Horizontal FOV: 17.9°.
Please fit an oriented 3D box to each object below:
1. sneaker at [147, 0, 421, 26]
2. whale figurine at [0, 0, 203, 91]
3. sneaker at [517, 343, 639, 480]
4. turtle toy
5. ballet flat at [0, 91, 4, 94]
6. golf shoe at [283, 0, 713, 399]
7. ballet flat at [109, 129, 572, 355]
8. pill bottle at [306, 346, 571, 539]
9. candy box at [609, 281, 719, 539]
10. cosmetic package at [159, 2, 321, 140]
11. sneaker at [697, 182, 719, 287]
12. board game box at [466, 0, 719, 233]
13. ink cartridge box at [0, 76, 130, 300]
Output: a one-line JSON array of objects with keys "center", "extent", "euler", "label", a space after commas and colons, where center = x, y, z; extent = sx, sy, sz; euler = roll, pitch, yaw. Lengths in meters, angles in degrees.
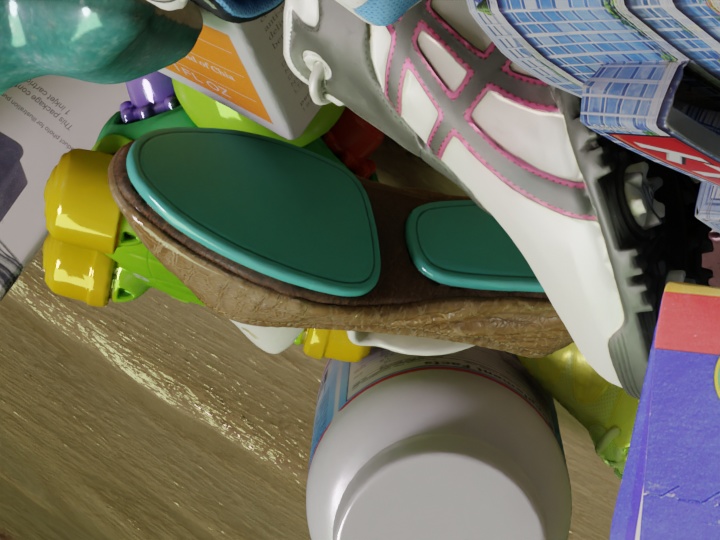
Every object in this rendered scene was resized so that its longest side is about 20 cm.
[{"center": [-0.058, -0.097, 0.566], "extent": [0.199, 0.072, 0.073], "euler": [16, 131, 46], "label": "sneaker"}, {"center": [-0.153, -0.078, 0.702], "extent": [0.198, 0.105, 0.159], "euler": [14, 180, 10], "label": "whale figurine"}, {"center": [0.139, 0.086, 0.918], "extent": [0.199, 0.077, 0.075], "euler": [36, 166, 10], "label": "sneaker"}, {"center": [-0.046, -0.040, 0.899], "extent": [0.144, 0.102, 0.200], "euler": [13, 162, -4], "label": "turtle toy"}, {"center": [-0.191, -0.088, 0.934], "extent": [0.072, 0.199, 0.068], "euler": [15, -134, -50], "label": "ballet flat"}, {"center": [0.033, -0.055, 0.607], "extent": [0.088, 0.077, 0.201], "euler": [-21, 95, 26], "label": "golf shoe"}, {"center": [0.000, 0.000, 0.816], "extent": [0.198, 0.068, 0.072], "euler": [6, 142, -22], "label": "ballet flat"}, {"center": [0.032, 0.084, 0.949], "extent": [0.108, 0.109, 0.200], "euler": [38, -168, -8], "label": "pill bottle"}, {"center": [0.179, 0.060, 0.575], "extent": [0.168, 0.078, 0.200], "euler": [7, 175, 30], "label": "candy box"}, {"center": [-0.064, -0.137, 0.721], "extent": [0.101, 0.071, 0.200], "euler": [28, 161, 28], "label": "cosmetic package"}, {"center": [0.115, -0.034, 0.660], "extent": [0.199, 0.076, 0.115], "euler": [32, 162, -24], "label": "sneaker"}, {"center": [0.122, -0.035, 0.509], "extent": [0.199, 0.062, 0.199], "euler": [17, 175, -29], "label": "board game box"}, {"center": [-0.194, -0.023, 1.079], "extent": [0.084, 0.201, 0.145], "euler": [38, 164, -7], "label": "ink cartridge box"}]
